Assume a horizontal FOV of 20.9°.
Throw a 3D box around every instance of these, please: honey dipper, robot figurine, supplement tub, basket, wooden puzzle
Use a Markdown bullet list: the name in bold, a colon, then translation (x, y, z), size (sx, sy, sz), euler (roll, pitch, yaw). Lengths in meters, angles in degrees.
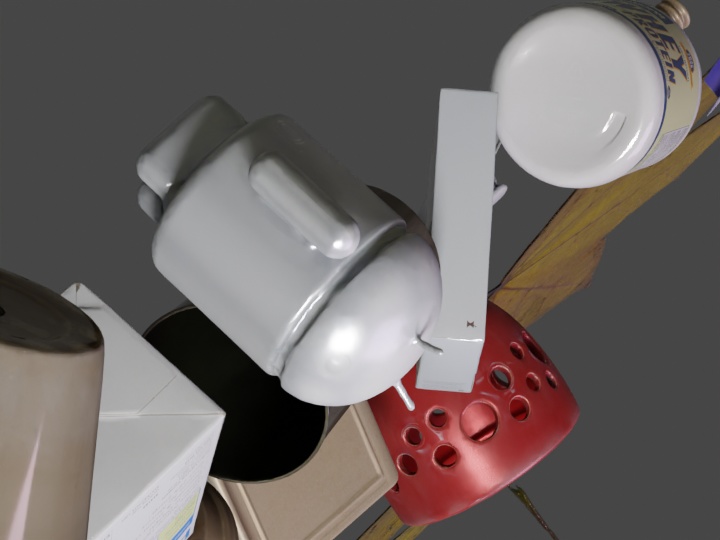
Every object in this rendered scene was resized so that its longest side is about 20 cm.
- **honey dipper**: translation (0.243, -0.193, 1.904), size (0.200, 0.038, 0.038), euler (-42, 167, -18)
- **robot figurine**: translation (-0.035, -0.006, 1.078), size (0.113, 0.200, 0.170), euler (-44, 169, -16)
- **supplement tub**: translation (0.200, -0.149, 1.612), size (0.145, 0.145, 0.200), euler (-53, 168, 21)
- **basket**: translation (-0.038, 0.034, 1.369), size (0.180, 0.137, 0.200), euler (-25, -166, 45)
- **wooden puzzle**: translation (-0.061, 0.134, 1.566), size (0.037, 0.186, 0.200), euler (-9, -160, 41)

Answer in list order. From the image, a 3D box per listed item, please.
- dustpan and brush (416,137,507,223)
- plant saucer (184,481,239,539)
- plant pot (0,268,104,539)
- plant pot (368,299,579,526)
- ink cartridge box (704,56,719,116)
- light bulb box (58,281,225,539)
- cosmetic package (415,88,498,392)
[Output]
- **dustpan and brush**: translation (0.077, -0.034, 1.738), size (0.200, 0.057, 0.140), euler (-45, 168, -17)
- **plant saucer**: translation (-0.179, 0.197, 1.303), size (0.200, 0.199, 0.030), euler (-43, 134, -25)
- **plant pot**: translation (-0.200, 0.090, 0.891), size (0.175, 0.199, 0.200), euler (-68, 164, 11)
- **plant pot**: translation (0.074, 0.109, 1.814), size (0.200, 0.183, 0.200), euler (-34, -174, 4)
- **ink cartridge box**: translation (0.516, -0.313, 2.486), size (0.200, 0.043, 0.199), euler (-41, 166, -42)
- **light bulb box**: translation (-0.197, 0.147, 1.165), size (0.198, 0.125, 0.200), euler (-43, 168, -26)
- **cosmetic package**: translation (0.075, -0.021, 1.535), size (0.151, 0.051, 0.202), euler (99, -5, -71)
